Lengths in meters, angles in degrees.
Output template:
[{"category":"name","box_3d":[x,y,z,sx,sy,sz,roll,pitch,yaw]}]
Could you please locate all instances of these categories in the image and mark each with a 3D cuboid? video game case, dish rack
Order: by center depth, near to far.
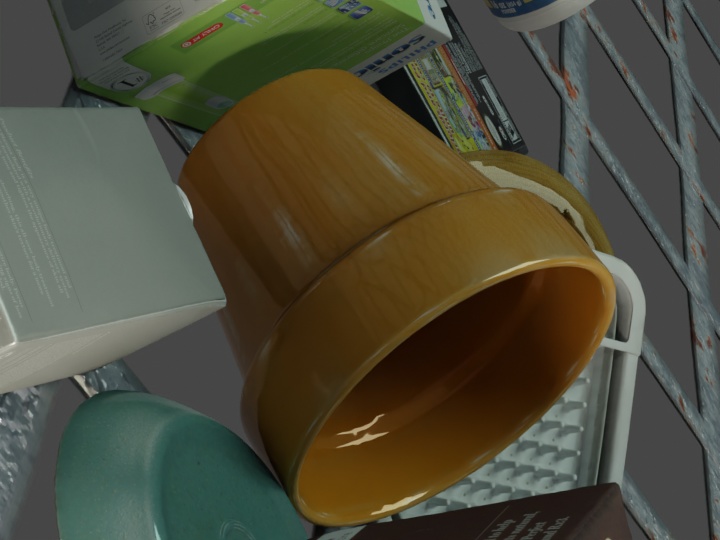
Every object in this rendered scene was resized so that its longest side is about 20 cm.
[{"category":"dish rack","box_3d":[0.080,0.077,1.267,0.171,0.043,0.201,15,77,-31]},{"category":"video game case","box_3d":[0.037,-0.150,1.447,0.200,0.025,0.181,61,19,-1]}]

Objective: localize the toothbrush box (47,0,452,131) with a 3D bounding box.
[{"category":"toothbrush box","box_3d":[-0.061,-0.151,1.210,0.200,0.145,0.086,16,50,-62]}]

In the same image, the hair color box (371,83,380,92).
[{"category":"hair color box","box_3d":[0.045,-0.077,1.494,0.200,0.061,0.099,34,34,-53]}]

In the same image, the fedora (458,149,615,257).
[{"category":"fedora","box_3d":[0.068,0.022,1.341,0.200,0.082,0.201,4,82,-32]}]

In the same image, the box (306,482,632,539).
[{"category":"box","box_3d":[0.039,0.218,0.913,0.166,0.164,0.201,-30,106,-65]}]

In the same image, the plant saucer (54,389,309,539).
[{"category":"plant saucer","box_3d":[-0.066,0.140,1.005,0.200,0.036,0.200,49,25,-32]}]

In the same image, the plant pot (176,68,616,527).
[{"category":"plant pot","box_3d":[0.000,0.000,1.135,0.183,0.200,0.200,53,15,27]}]

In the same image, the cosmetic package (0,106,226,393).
[{"category":"cosmetic package","box_3d":[-0.147,-0.008,0.923,0.107,0.090,0.200,66,18,7]}]

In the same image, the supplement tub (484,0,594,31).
[{"category":"supplement tub","box_3d":[0.134,-0.325,1.887,0.200,0.144,0.145,54,22,-22]}]
